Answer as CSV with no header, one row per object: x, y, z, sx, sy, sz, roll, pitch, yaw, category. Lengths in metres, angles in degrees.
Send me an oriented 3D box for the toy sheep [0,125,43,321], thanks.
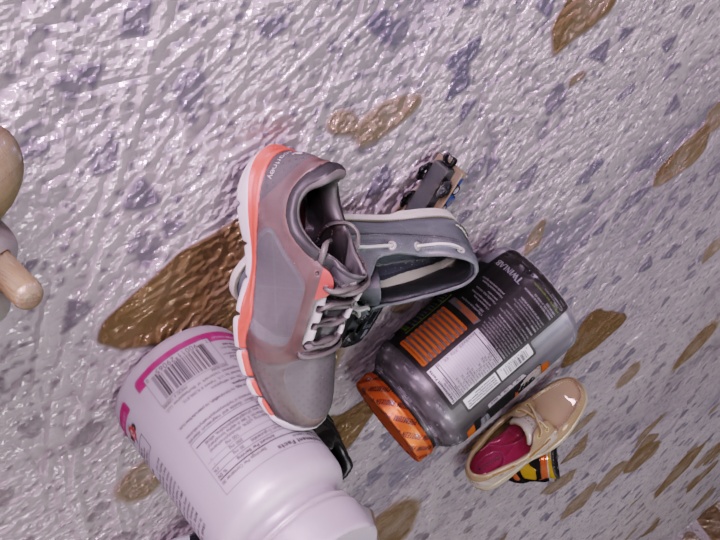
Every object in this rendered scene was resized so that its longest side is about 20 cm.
-0.227,0.012,0.496,0.200,0.138,0.138,-50,152,-5,toy sheep

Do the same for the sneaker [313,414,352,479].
-0.065,0.156,0.954,0.077,0.084,0.199,-52,151,14,sneaker

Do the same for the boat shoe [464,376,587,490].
0.218,0.213,1.414,0.200,0.074,0.069,-43,158,-1,boat shoe

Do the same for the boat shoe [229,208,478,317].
0.000,0.000,0.822,0.198,0.062,0.073,-12,133,-24,boat shoe

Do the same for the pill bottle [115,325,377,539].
-0.084,0.146,0.792,0.113,0.200,0.114,-31,150,-21,pill bottle

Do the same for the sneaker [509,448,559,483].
0.235,0.268,1.535,0.089,0.071,0.200,-4,169,7,sneaker

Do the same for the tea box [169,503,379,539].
-0.072,0.336,1.000,0.195,0.202,0.134,-19,155,12,tea box

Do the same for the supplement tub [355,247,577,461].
0.100,0.082,1.033,0.200,0.123,0.123,-39,152,-9,supplement tub

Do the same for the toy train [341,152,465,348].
0.031,-0.014,0.907,0.046,0.034,0.201,-7,135,-53,toy train

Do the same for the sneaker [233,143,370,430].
-0.034,0.018,0.724,0.077,0.081,0.202,-24,114,-48,sneaker
